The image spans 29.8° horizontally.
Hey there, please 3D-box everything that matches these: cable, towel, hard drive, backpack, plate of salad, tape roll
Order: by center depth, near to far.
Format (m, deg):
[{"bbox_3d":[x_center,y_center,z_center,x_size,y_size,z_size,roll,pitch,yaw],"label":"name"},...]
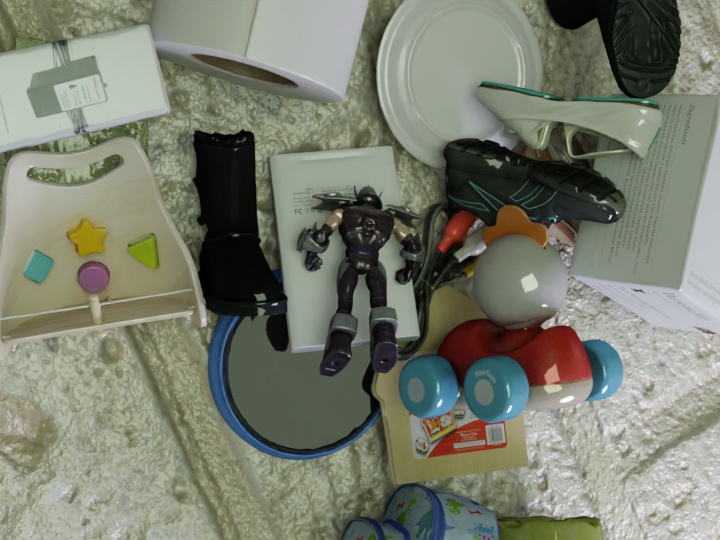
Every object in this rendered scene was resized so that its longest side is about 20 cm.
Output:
[{"bbox_3d":[-0.094,-0.254,1.286,0.200,0.202,0.141,15,89,-16],"label":"tape roll"},{"bbox_3d":[-0.276,-0.123,1.326,0.146,0.036,0.203,1,93,-17],"label":"towel"},{"bbox_3d":[0.051,0.319,1.370,0.145,0.183,0.203,20,83,-17],"label":"backpack"},{"bbox_3d":[-0.018,-0.023,1.372,0.130,0.027,0.203,-5,74,-10],"label":"hard drive"},{"bbox_3d":[0.080,0.000,1.404,0.097,0.050,0.200,48,60,-7],"label":"cable"},{"bbox_3d":[0.102,-0.206,1.424,0.197,0.048,0.203,-4,99,-25],"label":"plate of salad"}]

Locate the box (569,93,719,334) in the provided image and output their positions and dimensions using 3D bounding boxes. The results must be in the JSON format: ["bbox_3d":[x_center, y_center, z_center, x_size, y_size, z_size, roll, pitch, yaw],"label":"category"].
[{"bbox_3d":[0.336,-0.054,1.404,0.198,0.129,0.203,25,76,-48],"label":"box"}]

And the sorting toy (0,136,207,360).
[{"bbox_3d":[-0.257,-0.030,1.276,0.197,0.107,0.183,-9,110,-10],"label":"sorting toy"}]

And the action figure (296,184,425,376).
[{"bbox_3d":[0.000,0.000,1.320,0.128,0.070,0.203,4,60,-1],"label":"action figure"}]

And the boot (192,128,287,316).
[{"bbox_3d":[-0.119,-0.049,1.297,0.072,0.198,0.165,-2,100,-18],"label":"boot"}]

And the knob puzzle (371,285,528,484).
[{"bbox_3d":[0.090,0.116,1.435,0.217,0.030,0.223,6,78,-31],"label":"knob puzzle"}]

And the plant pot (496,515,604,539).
[{"bbox_3d":[0.192,0.353,1.421,0.197,0.200,0.187,1,82,-16],"label":"plant pot"}]

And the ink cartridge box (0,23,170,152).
[{"bbox_3d":[-0.284,-0.159,1.227,0.197,0.146,0.084,-15,98,-17],"label":"ink cartridge box"}]

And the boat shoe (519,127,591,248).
[{"bbox_3d":[0.233,-0.063,1.464,0.071,0.076,0.201,-22,114,24],"label":"boat shoe"}]

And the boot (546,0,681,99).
[{"bbox_3d":[0.255,-0.269,1.399,0.075,0.168,0.204,-5,90,-15],"label":"boot"}]

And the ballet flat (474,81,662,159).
[{"bbox_3d":[0.202,-0.147,1.356,0.197,0.069,0.071,11,91,24],"label":"ballet flat"}]

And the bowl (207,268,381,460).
[{"bbox_3d":[-0.058,0.097,1.400,0.197,0.039,0.204,-1,93,-16],"label":"bowl"}]

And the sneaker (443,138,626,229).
[{"bbox_3d":[0.173,-0.074,1.368,0.075,0.198,0.080,-23,127,-54],"label":"sneaker"}]

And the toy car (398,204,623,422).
[{"bbox_3d":[0.147,0.037,1.353,0.183,0.176,0.203,-5,91,-42],"label":"toy car"}]
